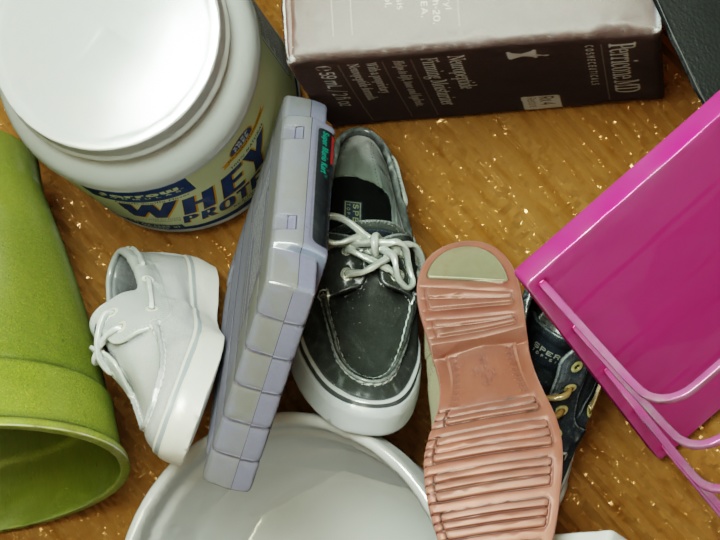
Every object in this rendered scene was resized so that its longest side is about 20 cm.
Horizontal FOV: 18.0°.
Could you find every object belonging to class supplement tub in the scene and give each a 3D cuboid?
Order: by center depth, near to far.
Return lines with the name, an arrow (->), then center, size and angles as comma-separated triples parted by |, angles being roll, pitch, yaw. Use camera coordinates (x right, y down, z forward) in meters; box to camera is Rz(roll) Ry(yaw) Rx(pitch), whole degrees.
supplement tub -> -0.116, -0.106, 1.246 | 0.144, 0.200, 0.146 | -1, 82, 8

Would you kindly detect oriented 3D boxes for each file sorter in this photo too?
file sorter -> 0.199, 0.040, 1.162 | 0.139, 0.200, 0.126 | -40, 49, 1

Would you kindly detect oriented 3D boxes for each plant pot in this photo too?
plant pot -> -0.235, 0.028, 1.260 | 0.199, 0.201, 0.194 | -10, 69, 6

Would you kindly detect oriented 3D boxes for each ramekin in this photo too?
ramekin -> -0.023, 0.180, 1.223 | 0.199, 0.105, 0.202 | -3, 81, 21

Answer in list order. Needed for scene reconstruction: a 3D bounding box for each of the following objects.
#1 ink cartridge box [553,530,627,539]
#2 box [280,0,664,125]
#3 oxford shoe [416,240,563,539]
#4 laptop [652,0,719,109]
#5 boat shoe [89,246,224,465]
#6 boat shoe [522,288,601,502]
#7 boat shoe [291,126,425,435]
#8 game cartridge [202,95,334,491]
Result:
ink cartridge box -> 0.120, 0.252, 1.154 | 0.083, 0.145, 0.201 | -9, 60, 36
box -> 0.063, -0.182, 1.249 | 0.198, 0.166, 0.166 | -4, 81, 8
oxford shoe -> 0.068, 0.087, 1.172 | 0.070, 0.074, 0.201 | -3, 60, 4
laptop -> 0.234, -0.205, 1.130 | 0.199, 0.103, 0.178 | -24, 88, -18
boat shoe -> -0.114, 0.037, 1.228 | 0.068, 0.200, 0.072 | 17, 116, -11
boat shoe -> 0.094, 0.065, 1.246 | 0.070, 0.091, 0.201 | 21, 85, 11
boat shoe -> 0.003, 0.000, 1.228 | 0.073, 0.068, 0.200 | 9, 41, -5
game cartridge -> -0.046, 0.006, 1.185 | 0.038, 0.200, 0.130 | 18, 120, -10
